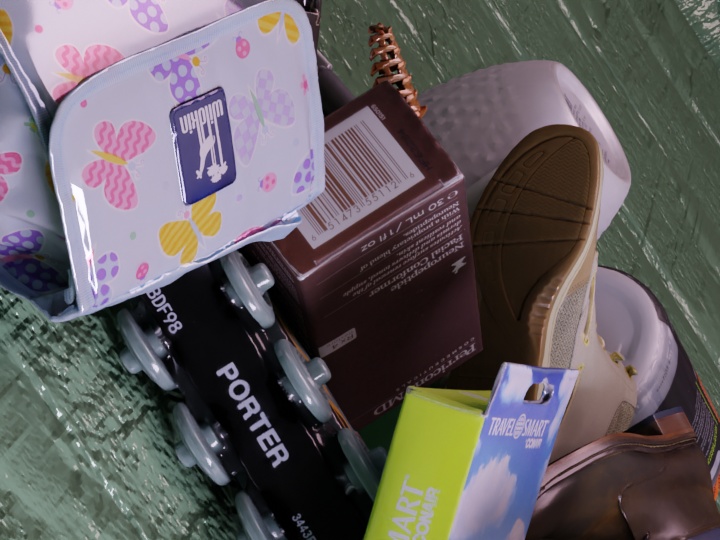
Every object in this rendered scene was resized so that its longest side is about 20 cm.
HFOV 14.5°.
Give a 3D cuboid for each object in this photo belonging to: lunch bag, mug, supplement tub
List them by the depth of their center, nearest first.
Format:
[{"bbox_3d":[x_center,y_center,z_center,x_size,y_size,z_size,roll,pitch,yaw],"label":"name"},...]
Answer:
[{"bbox_3d":[-0.115,-0.091,1.281,0.169,0.127,0.200,-24,84,-40],"label":"lunch bag"},{"bbox_3d":[0.065,-0.040,1.719,0.148,0.175,0.200,57,16,-3],"label":"mug"},{"bbox_3d":[0.163,0.094,1.827,0.200,0.122,0.123,57,11,-52],"label":"supplement tub"}]

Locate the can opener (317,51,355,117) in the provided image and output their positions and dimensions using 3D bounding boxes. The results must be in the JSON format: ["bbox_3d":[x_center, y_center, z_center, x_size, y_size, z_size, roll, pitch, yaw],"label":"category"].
[{"bbox_3d":[-0.023,-0.086,1.694,0.200,0.053,0.067,50,-5,37],"label":"can opener"}]

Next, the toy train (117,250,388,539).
[{"bbox_3d":[-0.047,0.069,1.383,0.200,0.085,0.114,57,3,6],"label":"toy train"}]

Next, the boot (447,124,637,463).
[{"bbox_3d":[0.116,0.028,1.642,0.155,0.072,0.200,30,71,-61],"label":"boot"}]

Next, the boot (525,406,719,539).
[{"bbox_3d":[0.144,0.143,1.574,0.200,0.075,0.097,-18,75,-49],"label":"boot"}]

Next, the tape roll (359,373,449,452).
[{"bbox_3d":[0.069,0.134,1.647,0.201,0.048,0.201,51,18,-24],"label":"tape roll"}]

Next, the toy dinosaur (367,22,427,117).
[{"bbox_3d":[-0.008,-0.044,1.570,0.102,0.135,0.200,-118,-146,-75],"label":"toy dinosaur"}]

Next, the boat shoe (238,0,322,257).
[{"bbox_3d":[-0.053,-0.086,1.460,0.067,0.200,0.057,4,21,-25],"label":"boat shoe"}]

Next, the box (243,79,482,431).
[{"bbox_3d":[0.000,0.000,1.454,0.075,0.100,0.200,53,-11,23],"label":"box"}]

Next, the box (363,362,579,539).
[{"bbox_3d":[0.039,0.134,1.334,0.048,0.200,0.122,18,3,21],"label":"box"}]
